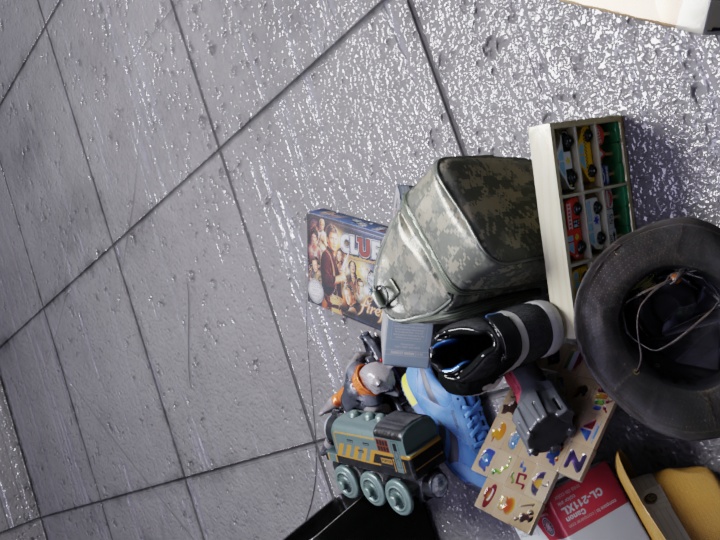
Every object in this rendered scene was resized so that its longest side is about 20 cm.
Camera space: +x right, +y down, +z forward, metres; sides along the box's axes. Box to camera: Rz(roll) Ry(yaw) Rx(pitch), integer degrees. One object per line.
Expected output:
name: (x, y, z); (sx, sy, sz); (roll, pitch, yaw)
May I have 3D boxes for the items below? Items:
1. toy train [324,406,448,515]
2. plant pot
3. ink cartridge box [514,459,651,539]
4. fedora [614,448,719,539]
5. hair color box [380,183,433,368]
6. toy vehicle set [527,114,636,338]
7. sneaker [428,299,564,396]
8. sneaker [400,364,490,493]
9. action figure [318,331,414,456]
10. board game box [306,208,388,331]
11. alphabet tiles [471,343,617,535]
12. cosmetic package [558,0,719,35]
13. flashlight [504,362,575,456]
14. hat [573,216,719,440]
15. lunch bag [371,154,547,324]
toy train: (0.028, 0.231, 1.086); (0.199, 0.085, 0.116); (-1, 106, 51)
plant pot: (0.001, 0.413, 1.196); (0.178, 0.199, 0.200); (55, 137, 6)
ink cartridge box: (0.252, 0.318, 0.905); (0.202, 0.082, 0.146); (63, 163, 16)
fedora: (0.318, 0.245, 0.816); (0.081, 0.200, 0.202); (-30, 74, 9)
hair color box: (0.063, 0.005, 1.047); (0.099, 0.060, 0.203); (-91, 5, -73)
toy vehicle set: (0.224, -0.046, 0.841); (0.026, 0.123, 0.203); (-2, 100, 49)
sneaker: (0.102, 0.084, 0.862); (0.200, 0.110, 0.074); (-44, 60, 56)
sneaker: (0.126, 0.184, 1.068); (0.201, 0.065, 0.079); (56, 132, 23)
action figure: (0.015, 0.200, 1.176); (0.201, 0.104, 0.195); (54, 145, 29)
board game box: (0.000, 0.000, 1.185); (0.199, 0.034, 0.138); (18, 114, 46)
alphabet tiles: (0.191, 0.170, 0.902); (0.202, 0.007, 0.167); (-63, 23, -10)
cosmetic package: (0.249, -0.266, 0.766); (0.199, 0.104, 0.072); (32, 123, 42)
flashlight: (0.166, 0.118, 0.935); (0.201, 0.067, 0.068); (-109, 3, -57)
hat: (0.299, 0.054, 0.801); (0.197, 0.081, 0.204); (0, 88, 15)
lunch bag: (0.122, -0.020, 0.916); (0.168, 0.198, 0.141); (-46, 64, 41)
